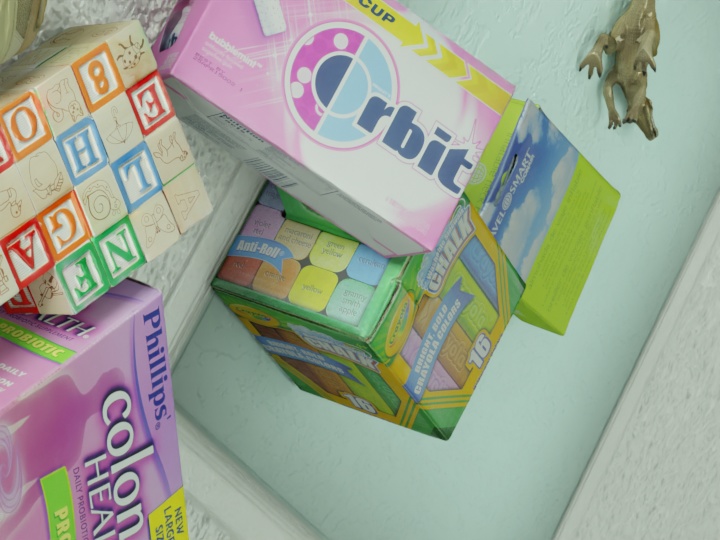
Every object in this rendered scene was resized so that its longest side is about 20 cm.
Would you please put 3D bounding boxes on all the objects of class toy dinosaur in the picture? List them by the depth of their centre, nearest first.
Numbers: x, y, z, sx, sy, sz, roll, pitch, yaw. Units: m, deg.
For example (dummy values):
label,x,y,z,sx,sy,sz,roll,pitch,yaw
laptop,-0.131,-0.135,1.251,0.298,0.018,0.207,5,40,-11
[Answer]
label,x,y,z,sx,sy,sz,roll,pitch,yaw
toy dinosaur,0.208,-0.179,1.877,0.101,0.058,0.201,-57,158,-51

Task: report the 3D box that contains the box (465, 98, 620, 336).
label,x,y,z,sx,sy,sz,roll,pitch,yaw
box,0.118,-0.041,1.795,0.200,0.047,0.123,37,73,-58

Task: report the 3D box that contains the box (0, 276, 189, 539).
label,x,y,z,sx,sy,sz,roll,pitch,yaw
box,-0.195,0.116,1.326,0.200,0.096,0.177,-39,137,-43

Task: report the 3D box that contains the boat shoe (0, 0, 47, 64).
label,x,y,z,sx,sy,sz,roll,pitch,yaw
boat shoe,-0.177,-0.196,1.215,0.064,0.071,0.201,-30,139,-57

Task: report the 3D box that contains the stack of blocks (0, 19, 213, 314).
label,x,y,z,sx,sy,sz,roll,pitch,yaw
stack of blocks,-0.175,-0.034,1.276,0.200,0.058,0.116,-39,117,-42

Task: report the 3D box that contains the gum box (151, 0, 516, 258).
label,x,y,z,sx,sy,sz,roll,pitch,yaw
gum box,-0.024,-0.108,1.419,0.200,0.066,0.114,34,74,-20

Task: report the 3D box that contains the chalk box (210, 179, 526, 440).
label,x,y,z,sx,sy,sz,roll,pitch,yaw
chalk box,0.000,0.000,1.552,0.124,0.124,0.200,-62,148,-15
